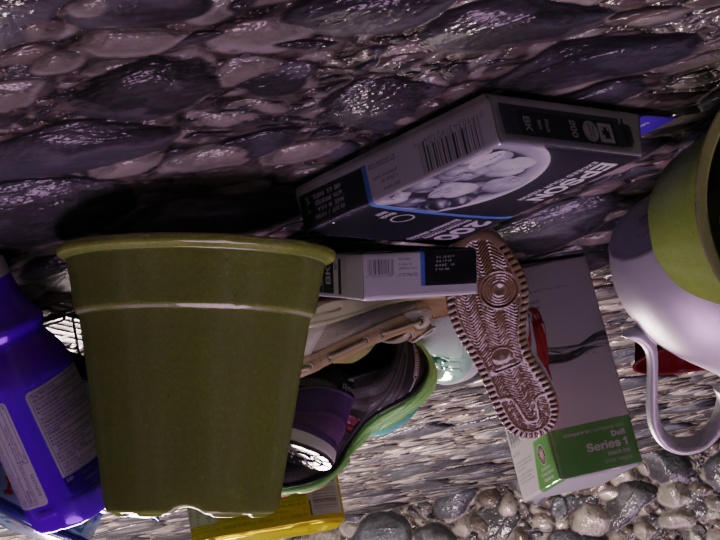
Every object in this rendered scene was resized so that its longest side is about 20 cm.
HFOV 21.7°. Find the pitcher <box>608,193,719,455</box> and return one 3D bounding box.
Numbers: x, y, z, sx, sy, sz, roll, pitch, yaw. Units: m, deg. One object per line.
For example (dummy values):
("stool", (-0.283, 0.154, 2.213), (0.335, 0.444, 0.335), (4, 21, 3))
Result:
("pitcher", (0.273, 0.045, 1.535), (0.172, 0.200, 0.121), (-41, -156, 3))

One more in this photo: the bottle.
("bottle", (-0.242, 0.088, 1.371), (0.065, 0.200, 0.084), (-19, -170, 26))

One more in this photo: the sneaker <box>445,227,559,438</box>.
("sneaker", (0.115, 0.034, 1.597), (0.071, 0.200, 0.113), (-16, -154, 6))

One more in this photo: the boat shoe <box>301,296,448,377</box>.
("boat shoe", (0.007, 0.046, 1.568), (0.073, 0.063, 0.200), (-2, -175, 41))

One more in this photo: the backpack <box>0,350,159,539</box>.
("backpack", (-0.249, 0.142, 1.519), (0.200, 0.147, 0.183), (14, 166, 25))

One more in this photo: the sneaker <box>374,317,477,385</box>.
("sneaker", (0.058, 0.058, 1.736), (0.118, 0.074, 0.200), (-12, 158, -18))

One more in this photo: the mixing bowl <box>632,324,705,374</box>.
("mixing bowl", (0.336, 0.019, 1.709), (0.200, 0.109, 0.200), (-9, 167, -2))

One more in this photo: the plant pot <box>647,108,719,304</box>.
("plant pot", (0.290, -0.042, 1.315), (0.200, 0.200, 0.190), (-7, 180, -13))

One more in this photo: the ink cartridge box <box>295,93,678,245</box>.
("ink cartridge box", (0.092, -0.066, 1.318), (0.200, 0.043, 0.198), (1, 163, -42))

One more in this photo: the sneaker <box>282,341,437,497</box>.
("sneaker", (-0.026, 0.120, 1.620), (0.200, 0.084, 0.077), (-40, -157, -20))

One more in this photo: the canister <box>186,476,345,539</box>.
("canister", (-0.098, 0.142, 1.698), (0.148, 0.200, 0.087), (-8, 166, -8))

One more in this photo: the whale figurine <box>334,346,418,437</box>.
("whale figurine", (0.001, 0.124, 1.911), (0.159, 0.104, 0.200), (-8, 167, -8))

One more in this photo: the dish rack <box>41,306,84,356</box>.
("dish rack", (-0.175, 0.049, 1.574), (0.200, 0.055, 0.153), (-14, 165, 19))

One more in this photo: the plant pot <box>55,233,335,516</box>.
("plant pot", (-0.117, 0.079, 1.341), (0.200, 0.190, 0.200), (0, 174, 0))

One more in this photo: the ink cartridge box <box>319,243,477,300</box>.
("ink cartridge box", (0.000, 0.000, 1.462), (0.099, 0.039, 0.200), (-4, -178, -28))

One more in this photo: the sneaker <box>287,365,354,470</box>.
("sneaker", (-0.099, 0.099, 1.577), (0.200, 0.088, 0.076), (15, 159, 18))

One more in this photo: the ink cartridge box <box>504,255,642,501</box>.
("ink cartridge box", (0.179, 0.101, 1.741), (0.084, 0.200, 0.146), (-11, 168, -12))
